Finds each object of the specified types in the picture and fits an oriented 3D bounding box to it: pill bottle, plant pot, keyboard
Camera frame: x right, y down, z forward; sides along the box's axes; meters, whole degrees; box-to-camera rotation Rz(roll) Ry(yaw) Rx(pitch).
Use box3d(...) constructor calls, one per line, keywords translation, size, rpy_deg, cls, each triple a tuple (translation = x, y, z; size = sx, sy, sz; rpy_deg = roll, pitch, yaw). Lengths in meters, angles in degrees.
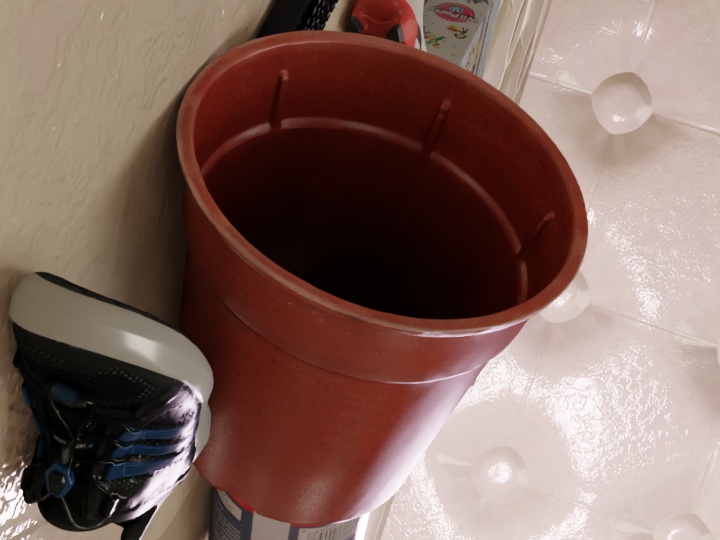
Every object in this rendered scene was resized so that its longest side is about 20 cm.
box3d(translation=(-0.054, 0.186, 0.837), size=(0.120, 0.118, 0.202), rpy_deg=(-62, 167, -47), cls="pill bottle")
box3d(translation=(-0.013, 0.017, 0.582), size=(0.202, 0.199, 0.196), rpy_deg=(-62, 176, -47), cls="plant pot")
box3d(translation=(-0.015, -0.160, 0.640), size=(0.105, 0.039, 0.202), rpy_deg=(95, 15, -59), cls="keyboard")

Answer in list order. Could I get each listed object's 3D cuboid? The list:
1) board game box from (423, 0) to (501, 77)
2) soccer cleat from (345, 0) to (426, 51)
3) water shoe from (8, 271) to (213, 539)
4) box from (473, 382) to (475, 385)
box3d(translation=(0.080, -0.192, 1.095), size=(0.201, 0.063, 0.149), rpy_deg=(-64, 167, -49), cls="board game box")
box3d(translation=(0.018, -0.126, 0.834), size=(0.085, 0.068, 0.202), rpy_deg=(-56, 158, -46), cls="soccer cleat")
box3d(translation=(-0.102, 0.069, 0.458), size=(0.200, 0.071, 0.080), rpy_deg=(85, 27, -68), cls="water shoe")
box3d(translation=(0.092, 0.003, 1.273), size=(0.107, 0.150, 0.202), rpy_deg=(-58, 164, -59), cls="box")
